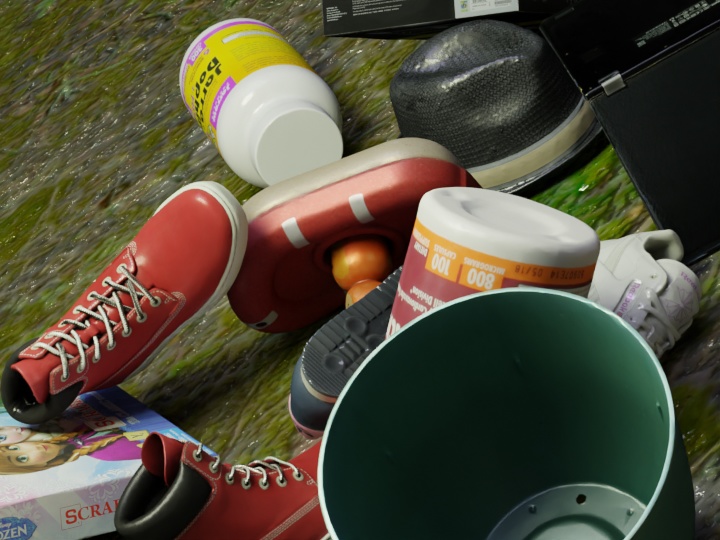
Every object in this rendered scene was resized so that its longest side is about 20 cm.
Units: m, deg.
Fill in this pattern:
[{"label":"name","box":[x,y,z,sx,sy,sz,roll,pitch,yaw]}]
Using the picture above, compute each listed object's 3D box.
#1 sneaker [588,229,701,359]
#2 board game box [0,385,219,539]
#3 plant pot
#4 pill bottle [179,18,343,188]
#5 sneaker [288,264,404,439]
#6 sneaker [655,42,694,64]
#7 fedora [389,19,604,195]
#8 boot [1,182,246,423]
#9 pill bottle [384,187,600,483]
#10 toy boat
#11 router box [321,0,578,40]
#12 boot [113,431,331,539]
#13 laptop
[{"label":"sneaker","box":[0.166,0.035,1.677,0.100,0.075,0.200,-20,30,22]},{"label":"board game box","box":[-0.229,0.138,1.832,0.199,0.041,0.200,-12,20,-28]},{"label":"plant pot","box":[0.097,0.137,1.459,0.200,0.161,0.201,-11,53,16]},{"label":"pill bottle","box":[-0.077,-0.131,2.137,0.104,0.104,0.200,-32,28,-4]},{"label":"sneaker","box":[0.025,0.048,1.803,0.200,0.082,0.070,-28,67,-34]},{"label":"sneaker","box":[0.281,-0.148,1.886,0.200,0.079,0.096,-29,7,3]},{"label":"fedora","box":[0.093,-0.131,1.989,0.200,0.092,0.201,-23,30,14]},{"label":"boot","box":[-0.168,0.028,1.816,0.200,0.072,0.144,-50,-12,33]},{"label":"pill bottle","box":[0.068,0.060,1.590,0.114,0.200,0.114,13,15,-3]},{"label":"toy boat","box":[0.000,0.000,1.871,0.200,0.131,0.131,-21,59,18]},{"label":"router box","box":[0.093,-0.218,2.085,0.200,0.052,0.157,-3,0,40]},{"label":"boot","box":[-0.066,0.130,1.673,0.072,0.144,0.200,5,43,49]},{"label":"laptop","box":[0.252,-0.135,1.815,0.187,0.116,0.200,-28,31,3]}]
